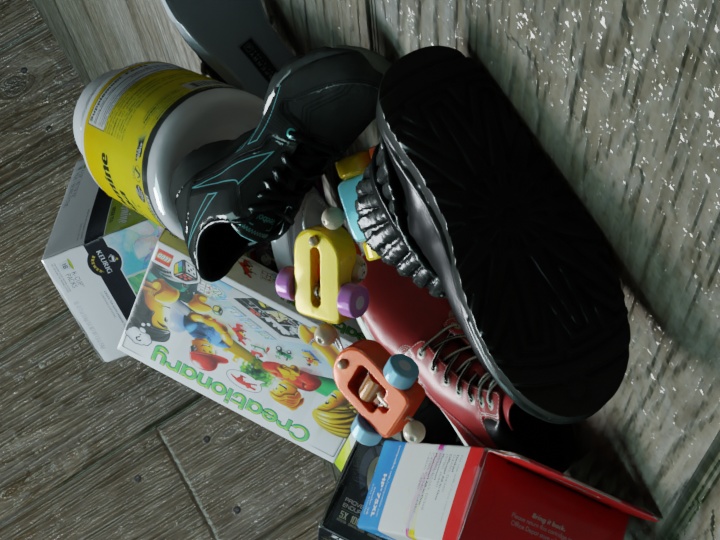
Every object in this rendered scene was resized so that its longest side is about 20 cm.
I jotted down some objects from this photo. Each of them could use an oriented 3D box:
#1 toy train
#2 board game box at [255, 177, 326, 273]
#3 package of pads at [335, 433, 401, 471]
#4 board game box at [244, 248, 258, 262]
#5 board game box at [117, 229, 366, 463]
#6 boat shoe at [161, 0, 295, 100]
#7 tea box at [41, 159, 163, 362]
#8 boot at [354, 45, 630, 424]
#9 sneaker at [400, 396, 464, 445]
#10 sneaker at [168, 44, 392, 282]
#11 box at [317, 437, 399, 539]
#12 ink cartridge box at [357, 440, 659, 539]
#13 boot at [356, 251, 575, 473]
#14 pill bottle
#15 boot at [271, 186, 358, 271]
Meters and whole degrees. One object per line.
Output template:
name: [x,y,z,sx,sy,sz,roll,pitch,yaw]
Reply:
toy train: [0.023,0.010,1.003,0.150,0.055,0.201,41,126,23]
board game box: [-0.050,-0.011,1.239,0.120,0.032,0.202,-53,-42,-57]
package of pads: [0.008,0.138,1.507,0.200,0.067,0.157,-148,48,-72]
board game box: [-0.068,-0.033,1.276,0.200,0.030,0.097,-63,-35,-61]
board game box: [-0.081,0.057,1.182,0.198,0.035,0.127,27,130,0]
boat shoe: [-0.091,-0.168,1.158,0.200,0.074,0.068,48,161,-1]
tea box: [-0.184,-0.043,1.503,0.201,0.195,0.135,-88,-25,-58]
boot: [0.065,-0.002,0.813,0.158,0.079,0.213,103,146,-68]
sneaker: [0.056,0.112,1.251,0.087,0.080,0.201,53,168,32]
sneaker: [-0.046,-0.064,0.961,0.075,0.200,0.080,21,-132,-34]
box: [0.070,0.213,1.201,0.198,0.087,0.164,25,166,5]
ink cartridge box: [0.092,0.165,0.999,0.115,0.068,0.200,25,167,-19]
boot: [0.069,0.058,1.043,0.201,0.072,0.144,50,170,3]
pill bottle: [-0.139,-0.092,1.128,0.199,0.112,0.113,27,149,56]
boot: [0.000,0.000,1.186,0.094,0.074,0.201,6,150,22]
